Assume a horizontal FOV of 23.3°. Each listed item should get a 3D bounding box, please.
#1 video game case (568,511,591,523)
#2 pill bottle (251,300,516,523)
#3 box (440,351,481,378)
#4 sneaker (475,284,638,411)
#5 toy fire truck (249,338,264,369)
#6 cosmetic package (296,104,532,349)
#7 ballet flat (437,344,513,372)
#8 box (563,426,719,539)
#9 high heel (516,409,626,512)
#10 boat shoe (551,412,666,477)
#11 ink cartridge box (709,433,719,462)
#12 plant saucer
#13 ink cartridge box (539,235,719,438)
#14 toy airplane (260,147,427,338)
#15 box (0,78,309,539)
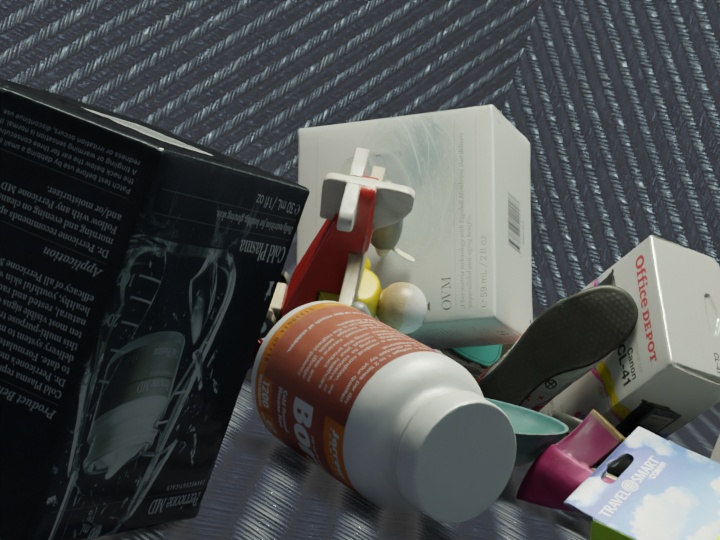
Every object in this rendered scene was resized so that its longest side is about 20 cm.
[{"bbox_3d":[0.274,0.223,1.474,0.142,0.018,0.199,22,5,34],"label":"video game case"},{"bbox_3d":[0.016,0.099,1.208,0.111,0.113,0.199,17,5,-36],"label":"pill bottle"},{"bbox_3d":[0.079,0.111,1.779,0.199,0.049,0.158,18,5,-30],"label":"box"},{"bbox_3d":[0.167,0.086,1.598,0.067,0.201,0.108,50,3,8],"label":"sneaker"},{"bbox_3d":[-0.131,0.027,1.576,0.168,0.112,0.200,45,11,20],"label":"toy fire truck"},{"bbox_3d":[0.049,-0.033,1.633,0.198,0.202,0.123,-6,-15,22],"label":"cosmetic package"},{"bbox_3d":[0.138,0.083,1.758,0.198,0.072,0.072,21,4,-15],"label":"ballet flat"},{"bbox_3d":[0.257,0.193,1.244,0.199,0.048,0.122,23,37,29],"label":"box"},{"bbox_3d":[0.211,0.205,1.355,0.200,0.096,0.067,46,6,26],"label":"high heel"},{"bbox_3d":[0.251,0.169,1.550,0.200,0.064,0.074,13,-6,-25],"label":"boat shoe"},{"bbox_3d":[0.468,0.235,1.776,0.146,0.084,0.199,14,8,-47],"label":"ink cartridge box"},{"bbox_3d":[0.073,0.130,1.454,0.198,0.036,0.200,10,4,-1],"label":"plant saucer"},{"bbox_3d":[0.247,0.084,1.623,0.085,0.149,0.200,17,-40,-26],"label":"ink cartridge box"},{"bbox_3d":[0.000,0.000,1.476,0.140,0.201,0.199,27,-7,-10],"label":"toy airplane"},{"bbox_3d":[-0.140,0.022,0.893,0.123,0.198,0.200,22,5,18],"label":"box"}]
